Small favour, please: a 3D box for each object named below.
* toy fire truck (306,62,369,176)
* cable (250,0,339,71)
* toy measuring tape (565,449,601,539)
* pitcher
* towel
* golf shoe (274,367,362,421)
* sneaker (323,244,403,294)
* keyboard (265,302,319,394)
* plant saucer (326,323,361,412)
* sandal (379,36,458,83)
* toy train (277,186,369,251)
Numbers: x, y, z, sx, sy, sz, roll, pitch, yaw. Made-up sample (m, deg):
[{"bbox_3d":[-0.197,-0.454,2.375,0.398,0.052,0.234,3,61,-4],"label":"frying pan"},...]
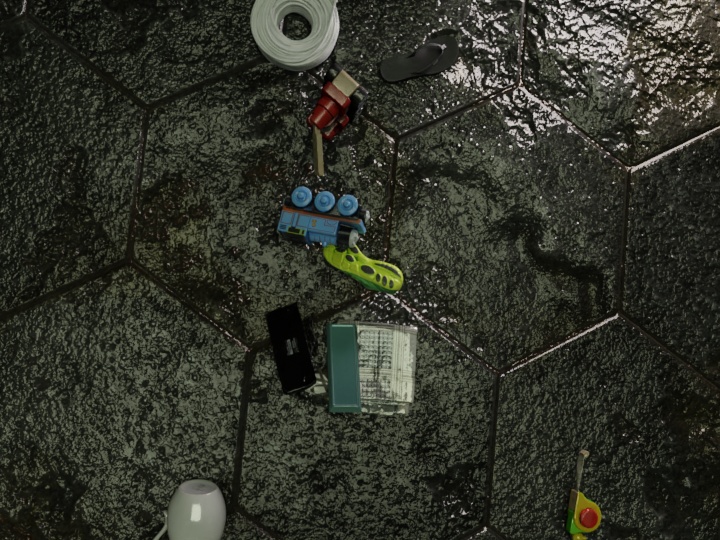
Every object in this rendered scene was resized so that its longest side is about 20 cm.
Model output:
[{"bbox_3d":[-0.071,-0.311,1.574,0.128,0.176,0.201,40,83,-3],"label":"toy fire truck"},{"bbox_3d":[-0.146,-0.550,1.637,0.196,0.069,0.204,4,86,-5],"label":"cable"},{"bbox_3d":[0.508,0.508,1.636,0.072,0.074,0.204,12,85,-5],"label":"toy measuring tape"},{"bbox_3d":[-0.365,0.543,1.519,0.169,0.121,0.204,6,96,9],"label":"pitcher"},{"bbox_3d":[0.028,0.216,1.619,0.189,0.035,0.204,6,86,-6],"label":"towel"},{"bbox_3d":[-0.087,0.244,1.579,0.198,0.078,0.095,24,67,14],"label":"golf shoe"},{"bbox_3d":[0.000,0.000,1.610,0.198,0.084,0.074,30,63,15],"label":"sneaker"},{"bbox_3d":[-0.136,0.168,1.577,0.102,0.040,0.202,-16,61,-1],"label":"keyboard"},{"bbox_3d":[-0.036,0.202,1.552,0.069,0.019,0.203,2,59,-8],"label":"plant saucer"},{"bbox_3d":[0.140,-0.480,1.676,0.198,0.043,0.077,-24,89,-7],"label":"sandal"},{"bbox_3d":[-0.081,-0.108,1.588,0.197,0.087,0.116,11,78,12],"label":"toy train"}]
